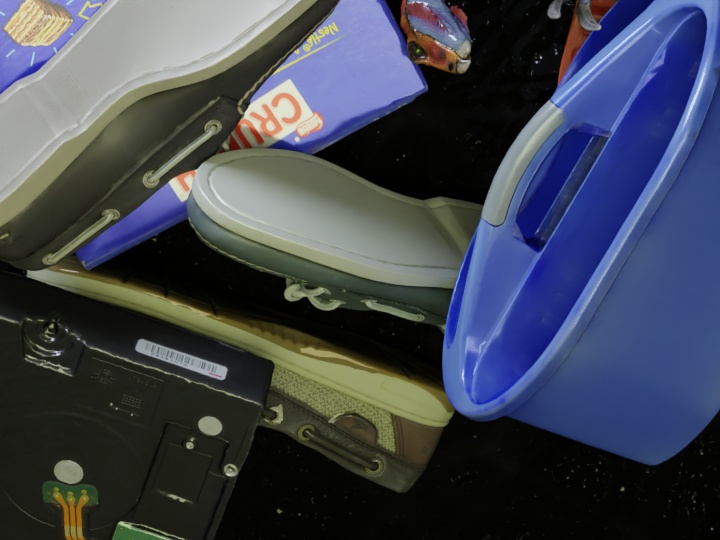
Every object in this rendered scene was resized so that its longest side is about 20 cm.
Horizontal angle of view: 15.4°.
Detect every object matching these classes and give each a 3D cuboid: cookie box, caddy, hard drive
[{"bbox_3d":[-0.091,-0.129,1.134,0.171,0.075,0.200,-27,101,5],"label":"cookie box"},{"bbox_3d":[0.102,-0.023,1.041,0.105,0.141,0.200,25,106,-17],"label":"caddy"},{"bbox_3d":[-0.131,0.099,1.161,0.140,0.038,0.200,18,125,-4],"label":"hard drive"}]

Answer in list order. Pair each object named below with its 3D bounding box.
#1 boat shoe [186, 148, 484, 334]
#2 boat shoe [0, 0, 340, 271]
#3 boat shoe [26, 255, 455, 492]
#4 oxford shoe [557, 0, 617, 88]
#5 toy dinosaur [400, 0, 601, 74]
[{"bbox_3d":[0.000,0.000,1.128,0.200,0.073,0.062,11,126,-43],"label":"boat shoe"},{"bbox_3d":[-0.082,-0.071,1.087,0.200,0.073,0.063,-36,137,5],"label":"boat shoe"},{"bbox_3d":[-0.057,0.047,1.173,0.201,0.072,0.066,18,96,-9],"label":"boat shoe"},{"bbox_3d":[0.127,-0.148,1.137,0.071,0.073,0.200,18,101,4],"label":"oxford shoe"},{"bbox_3d":[0.098,-0.143,1.068,0.200,0.181,0.105,-13,80,-38],"label":"toy dinosaur"}]
